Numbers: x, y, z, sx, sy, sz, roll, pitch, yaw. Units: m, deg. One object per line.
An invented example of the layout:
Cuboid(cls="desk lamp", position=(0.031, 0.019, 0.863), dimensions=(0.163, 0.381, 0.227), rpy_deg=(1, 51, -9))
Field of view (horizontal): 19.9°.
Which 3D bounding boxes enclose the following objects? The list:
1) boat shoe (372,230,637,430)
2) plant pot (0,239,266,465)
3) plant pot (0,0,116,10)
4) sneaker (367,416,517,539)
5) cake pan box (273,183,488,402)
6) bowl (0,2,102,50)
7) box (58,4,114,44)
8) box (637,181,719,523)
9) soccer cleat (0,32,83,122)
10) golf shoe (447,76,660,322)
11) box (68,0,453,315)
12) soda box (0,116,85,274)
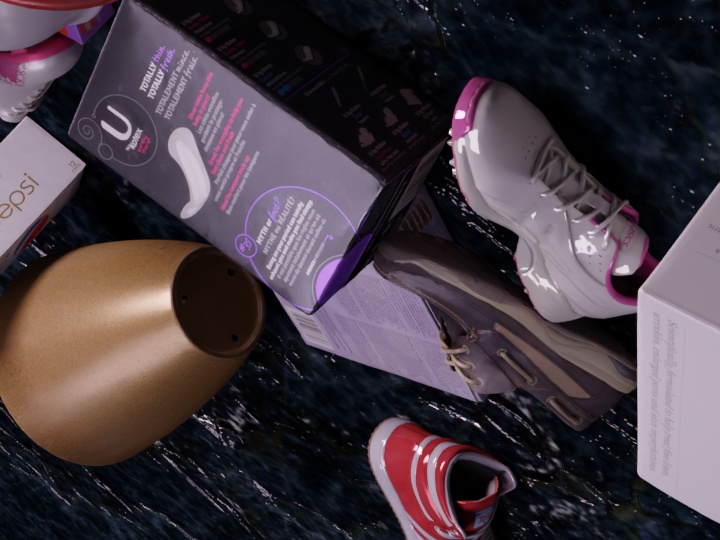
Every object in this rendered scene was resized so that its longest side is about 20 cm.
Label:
Cuboid(cls="boat shoe", position=(0.088, 0.045, 1.310), dimensions=(0.200, 0.073, 0.075), rpy_deg=(30, -169, -18))
Cuboid(cls="plant pot", position=(-0.172, 0.051, 1.674), dimensions=(0.186, 0.187, 0.200), rpy_deg=(48, 142, -18))
Cuboid(cls="plant pot", position=(-0.163, -0.253, 1.101), dimensions=(0.200, 0.201, 0.183), rpy_deg=(39, 165, 3))
Cuboid(cls="sneaker", position=(0.090, 0.209, 1.667), dimensions=(0.112, 0.071, 0.200), rpy_deg=(13, 142, 51))
Cuboid(cls="cake pan box", position=(0.000, 0.000, 1.465), dimensions=(0.184, 0.052, 0.200), rpy_deg=(17, 147, 45))
Cuboid(cls="bowl", position=(-0.269, -0.212, 1.346), dimensions=(0.201, 0.090, 0.201), rpy_deg=(31, 154, 17))
Cuboid(cls="box", position=(-0.252, -0.256, 1.402), dimensions=(0.137, 0.039, 0.200), rpy_deg=(28, 153, 27))
Cuboid(cls="box", position=(0.263, 0.062, 1.092), dimensions=(0.200, 0.131, 0.199), rpy_deg=(29, 153, 24))
Cuboid(cls="soccer cleat", position=(-0.254, -0.151, 1.542), dimensions=(0.200, 0.070, 0.087), rpy_deg=(17, 132, 56))
Cuboid(cls="golf shoe", position=(0.121, -0.041, 1.206), dimensions=(0.091, 0.075, 0.200), rpy_deg=(8, 149, 37))
Cuboid(cls="box", position=(-0.062, -0.089, 1.286), dimensions=(0.200, 0.106, 0.122), rpy_deg=(37, 127, 8))
Cuboid(cls="soda box", position=(-0.316, -0.029, 1.686), dimensions=(0.068, 0.200, 0.064), rpy_deg=(39, 156, 1))
